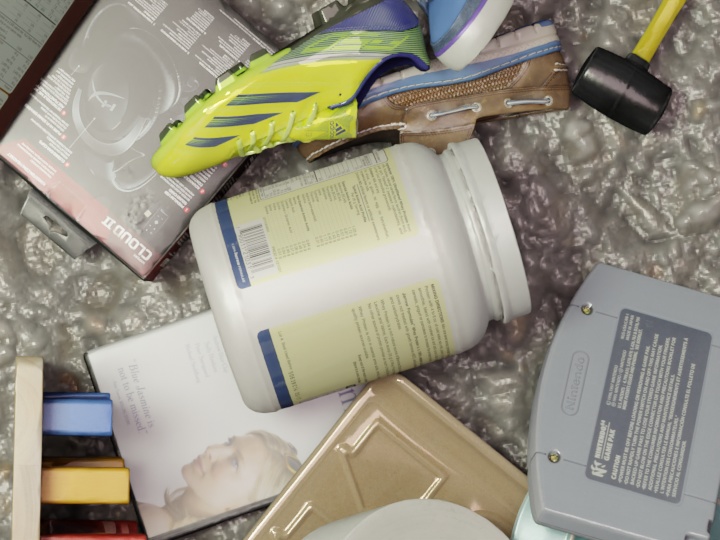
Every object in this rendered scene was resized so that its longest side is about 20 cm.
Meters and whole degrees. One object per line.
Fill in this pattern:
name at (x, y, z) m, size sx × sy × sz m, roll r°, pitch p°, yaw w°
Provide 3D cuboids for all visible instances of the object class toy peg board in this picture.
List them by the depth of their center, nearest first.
toy peg board at (-0.180, 0.158, 1.574) m, size 0.098 × 0.200 × 0.200 m, roll 2°, pitch 87°, yaw -8°

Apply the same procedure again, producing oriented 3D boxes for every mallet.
mallet at (0.228, -0.185, 1.673) m, size 0.066 × 0.041 × 0.200 m, roll 38°, pitch 84°, yaw 1°

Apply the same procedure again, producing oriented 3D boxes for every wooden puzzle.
wooden puzzle at (0.025, 0.195, 1.641) m, size 0.185 × 0.046 × 0.200 m, roll 39°, pitch 93°, yaw -8°

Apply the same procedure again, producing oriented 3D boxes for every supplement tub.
supplement tub at (0.000, 0.000, 1.587) m, size 0.199 × 0.145 × 0.145 m, roll -17°, pitch 88°, yaw -2°

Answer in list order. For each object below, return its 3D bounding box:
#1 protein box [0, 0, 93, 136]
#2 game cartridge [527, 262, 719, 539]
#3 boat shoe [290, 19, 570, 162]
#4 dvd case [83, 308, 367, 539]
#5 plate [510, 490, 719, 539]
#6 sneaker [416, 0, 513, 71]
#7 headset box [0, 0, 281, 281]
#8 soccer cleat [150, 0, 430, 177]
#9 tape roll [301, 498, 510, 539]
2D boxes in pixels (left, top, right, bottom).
protein box at (-0.298, -0.206, 1.582) m, size 0.198 × 0.135 × 0.200 m, roll 33°, pitch 87°, yaw 26°
game cartridge at (0.183, 0.095, 1.620) m, size 0.133 × 0.042 × 0.200 m, roll 14°, pitch 58°, yaw 4°
boat shoe at (0.051, -0.106, 1.647) m, size 0.200 × 0.072 × 0.073 m, roll -21°, pitch 89°, yaw -2°
dvd case at (-0.076, 0.092, 1.664) m, size 0.200 × 0.018 × 0.143 m, roll -19°, pitch 88°, yaw -2°
plate at (0.195, 0.202, 1.630) m, size 0.200 × 0.026 × 0.201 m, roll 1°, pitch 88°, yaw -21°
sneaker at (0.036, -0.241, 1.608) m, size 0.146 × 0.081 × 0.200 m, roll 28°, pitch 54°, yaw -18°
headset box at (-0.150, -0.099, 1.642) m, size 0.149 × 0.077 × 0.200 m, roll 39°, pitch 89°, yaw 1°
soccer cleat at (-0.044, -0.110, 1.578) m, size 0.200 × 0.065 × 0.084 m, roll -34°, pitch 95°, yaw -4°
tape roll at (0.032, 0.249, 1.535) m, size 0.202 × 0.071 × 0.203 m, roll 14°, pitch 67°, yaw -34°
